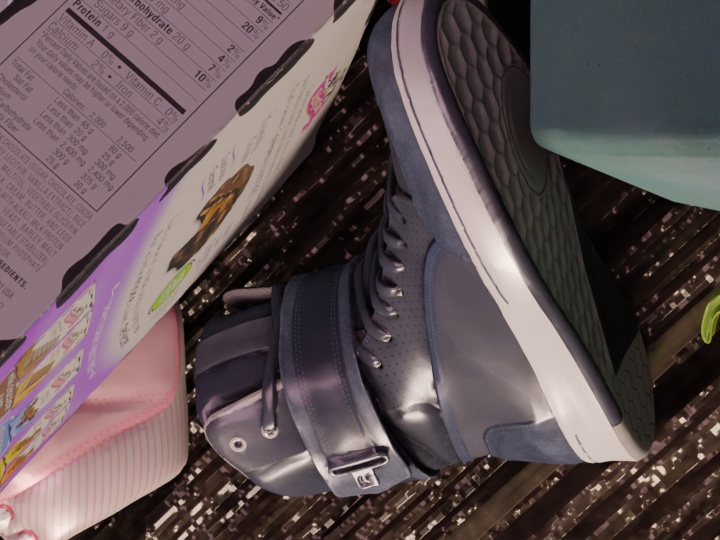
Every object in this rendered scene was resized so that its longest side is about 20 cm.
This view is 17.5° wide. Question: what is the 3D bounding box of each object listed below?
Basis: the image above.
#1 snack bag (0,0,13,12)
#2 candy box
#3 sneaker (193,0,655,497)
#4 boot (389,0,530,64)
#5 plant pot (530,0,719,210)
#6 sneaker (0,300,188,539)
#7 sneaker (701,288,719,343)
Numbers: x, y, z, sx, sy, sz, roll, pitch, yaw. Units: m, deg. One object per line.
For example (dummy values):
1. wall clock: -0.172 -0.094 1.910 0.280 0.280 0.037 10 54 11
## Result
1. snack bag: -0.160 -0.184 0.783 0.199 0.021 0.190 30 109 27
2. candy box: -0.086 -0.023 0.708 0.071 0.168 0.200 40 68 4
3. sneaker: 0.000 0.002 0.746 0.145 0.077 0.203 -7 136 20
4. boot: -0.026 -0.136 0.765 0.143 0.072 0.202 -14 92 19
5. plant pot: 0.153 -0.086 0.668 0.199 0.141 0.143 -7 75 37
6. sneaker: -0.153 0.057 0.817 0.199 0.075 0.106 -12 105 -7
7. sneaker: 0.198 -0.012 0.728 0.199 0.072 0.083 -29 92 19
